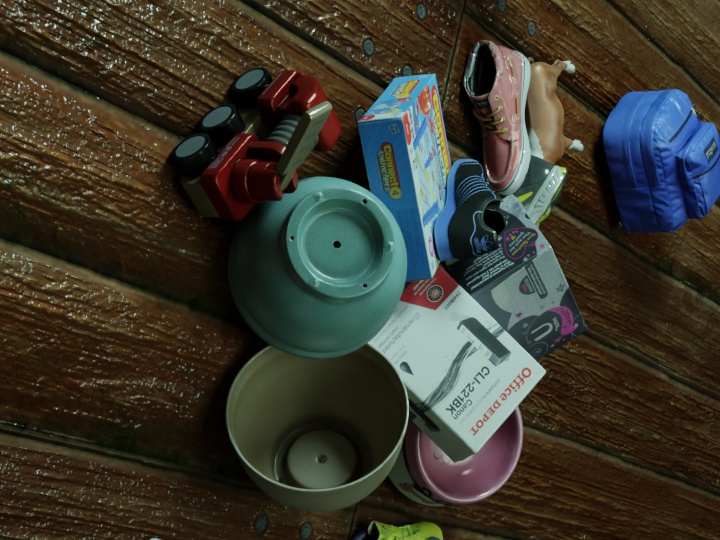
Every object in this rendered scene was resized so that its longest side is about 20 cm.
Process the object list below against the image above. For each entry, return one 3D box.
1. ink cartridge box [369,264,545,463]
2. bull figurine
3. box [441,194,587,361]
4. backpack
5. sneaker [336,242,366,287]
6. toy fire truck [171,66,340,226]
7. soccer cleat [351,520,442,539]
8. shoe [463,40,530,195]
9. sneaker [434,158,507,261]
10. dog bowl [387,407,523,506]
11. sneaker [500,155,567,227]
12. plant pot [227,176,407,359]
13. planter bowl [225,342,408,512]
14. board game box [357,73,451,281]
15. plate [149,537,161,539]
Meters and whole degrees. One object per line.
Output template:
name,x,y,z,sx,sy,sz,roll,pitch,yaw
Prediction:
ink cartridge box,0.104,0.113,1.634,0.200,0.084,0.144,45,69,0
bull figurine,0.263,-0.206,1.906,0.121,0.065,0.201,-24,115,-51
box,0.199,0.023,1.751,0.132,0.115,0.200,-31,139,1
backpack,0.476,-0.184,2.090,0.163,0.167,0.201,-52,127,-42
sneaker,0.000,0.000,1.591,0.200,0.088,0.076,-27,113,-47
toy fire truck,-0.078,-0.140,1.389,0.176,0.199,0.129,-53,132,-32
soccer cleat,0.040,0.352,1.701,0.200,0.064,0.084,-18,106,-48
shoe,0.179,-0.207,1.802,0.091,0.071,0.202,13,79,-49
sneaker,0.145,-0.077,1.648,0.200,0.077,0.070,-71,151,-52
dog bowl,0.124,0.212,1.726,0.199,0.074,0.202,-3,95,-29
sneaker,0.206,-0.071,1.853,0.201,0.084,0.074,-55,164,-4
plant pot,-0.035,-0.015,1.435,0.199,0.134,0.202,3,77,-13
planter bowl,-0.046,0.189,1.499,0.201,0.199,0.135,-54,159,-31
board game box,0.063,-0.115,1.620,0.196,0.056,0.201,-58,140,-63
plate,-0.191,0.415,1.453,0.199,0.032,0.201,39,66,-46
